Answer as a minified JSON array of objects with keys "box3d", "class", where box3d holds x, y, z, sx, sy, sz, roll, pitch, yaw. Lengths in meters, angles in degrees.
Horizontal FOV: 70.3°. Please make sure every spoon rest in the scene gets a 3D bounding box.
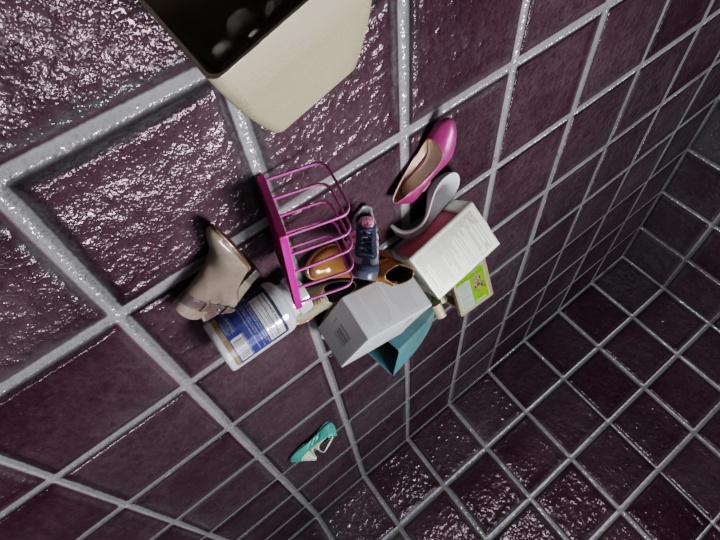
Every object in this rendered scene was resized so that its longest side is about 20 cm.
[{"box3d":[0.161,-0.148,1.195,0.200,0.061,0.099,-44,152,2],"class":"spoon rest"}]

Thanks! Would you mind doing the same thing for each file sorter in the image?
[{"box3d":[-0.086,-0.061,0.880,0.124,0.140,0.201,-19,146,-11],"class":"file sorter"}]

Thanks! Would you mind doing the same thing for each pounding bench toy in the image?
[{"box3d":[0.238,0.043,1.434,0.198,0.155,0.126,-32,117,-21],"class":"pounding bench toy"}]

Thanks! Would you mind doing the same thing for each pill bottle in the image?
[{"box3d":[-0.195,0.094,1.002,0.199,0.111,0.112,-34,150,-16],"class":"pill bottle"}]

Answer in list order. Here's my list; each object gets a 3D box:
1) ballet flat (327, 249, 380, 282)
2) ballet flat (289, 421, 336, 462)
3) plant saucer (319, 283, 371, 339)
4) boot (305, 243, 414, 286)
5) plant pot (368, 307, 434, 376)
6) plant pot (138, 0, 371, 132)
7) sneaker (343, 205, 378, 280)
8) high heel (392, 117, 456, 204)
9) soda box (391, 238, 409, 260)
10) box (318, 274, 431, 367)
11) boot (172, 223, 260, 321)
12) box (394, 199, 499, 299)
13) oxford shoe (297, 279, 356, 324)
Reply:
[{"box3d":[-0.022,0.022,1.184,0.199,0.057,0.067,-38,143,-11],"class":"ballet flat"},{"box3d":[-0.161,0.617,1.784,0.200,0.070,0.067,-43,152,-2],"class":"ballet flat"},{"box3d":[-0.028,0.088,1.257,0.199,0.050,0.201,-34,160,-14],"class":"plant saucer"},{"box3d":[0.000,0.000,1.061,0.198,0.154,0.078,-4,110,-39],"class":"boot"},{"box3d":[0.118,0.166,1.480,0.199,0.141,0.142,-36,152,-30],"class":"plant pot"},{"box3d":[-0.104,-0.276,0.560,0.199,0.200,0.177,-41,162,-3],"class":"plant pot"},{"box3d":[0.005,-0.060,1.007,0.069,0.201,0.083,8,121,-11],"class":"sneaker"},{"box3d":[0.127,-0.220,1.050,0.096,0.067,0.201,-34,165,-39],"class":"high heel"},{"box3d":[0.174,-0.082,1.296,0.199,0.064,0.068,-41,152,-6],"class":"soda box"},{"box3d":[0.031,0.102,1.136,0.198,0.107,0.153,-23,162,-38],"class":"box"},{"box3d":[-0.256,0.018,0.869,0.146,0.070,0.201,-38,151,-6],"class":"boot"},{"box3d":[0.201,-0.053,1.205,0.199,0.109,0.128,-41,107,-6],"class":"box"},{"box3d":[-0.100,0.061,1.092,0.198,0.072,0.074,-24,170,-15],"class":"oxford shoe"}]
